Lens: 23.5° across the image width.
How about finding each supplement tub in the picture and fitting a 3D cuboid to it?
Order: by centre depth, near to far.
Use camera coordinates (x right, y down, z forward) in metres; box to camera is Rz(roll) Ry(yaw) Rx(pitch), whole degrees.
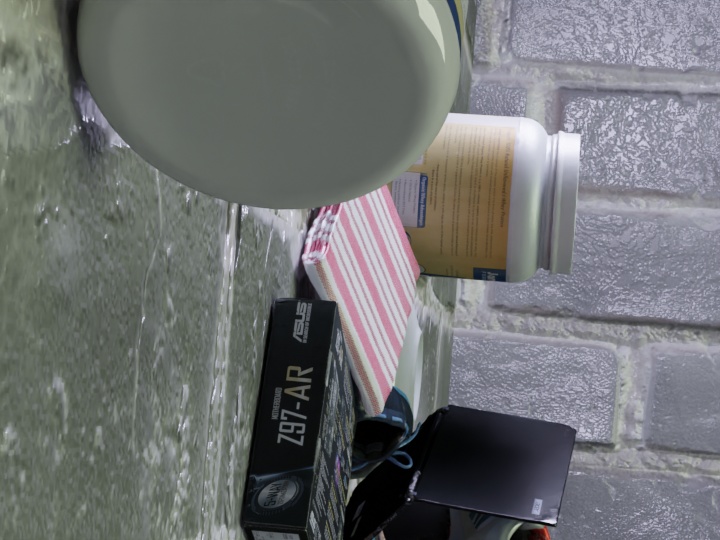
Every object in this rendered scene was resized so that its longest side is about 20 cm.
[{"bbox_3d":[-0.024,-0.139,0.695,0.145,0.143,0.201,88,9,-45],"label":"supplement tub"},{"bbox_3d":[0.090,-0.065,1.523,0.145,0.198,0.146,4,90,-83],"label":"supplement tub"}]

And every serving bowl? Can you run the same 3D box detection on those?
[{"bbox_3d":[0.022,0.098,1.628,0.200,0.065,0.202,5,90,-83],"label":"serving bowl"}]

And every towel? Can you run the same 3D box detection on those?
[{"bbox_3d":[0.000,0.000,1.348,0.201,0.030,0.147,-73,146,-54],"label":"towel"}]

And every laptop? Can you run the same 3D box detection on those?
[{"bbox_3d":[0.074,0.201,1.484,0.200,0.103,0.177,-46,-175,24],"label":"laptop"}]

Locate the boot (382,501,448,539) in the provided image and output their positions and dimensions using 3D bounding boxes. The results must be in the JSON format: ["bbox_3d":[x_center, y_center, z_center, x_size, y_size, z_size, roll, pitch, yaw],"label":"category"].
[{"bbox_3d":[0.075,0.298,1.573,0.201,0.069,0.175,-89,162,-48],"label":"boot"}]

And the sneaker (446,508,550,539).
[{"bbox_3d":[0.120,0.231,1.471,0.200,0.093,0.071,-58,133,-69],"label":"sneaker"}]

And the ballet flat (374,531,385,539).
[{"bbox_3d":[0.012,0.285,1.578,0.068,0.068,0.200,57,9,0],"label":"ballet flat"}]

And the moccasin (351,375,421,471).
[{"bbox_3d":[0.000,0.129,1.429,0.200,0.080,0.069,53,24,-63],"label":"moccasin"}]

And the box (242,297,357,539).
[{"bbox_3d":[-0.037,0.133,1.198,0.200,0.043,0.161,81,14,-64],"label":"box"}]
